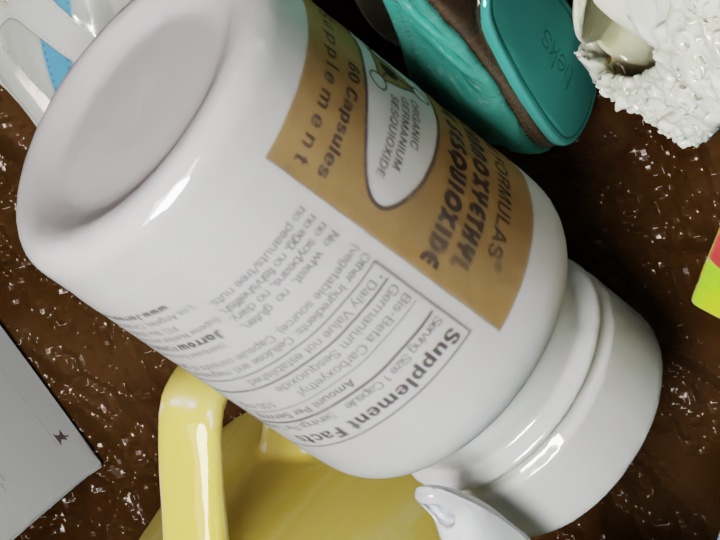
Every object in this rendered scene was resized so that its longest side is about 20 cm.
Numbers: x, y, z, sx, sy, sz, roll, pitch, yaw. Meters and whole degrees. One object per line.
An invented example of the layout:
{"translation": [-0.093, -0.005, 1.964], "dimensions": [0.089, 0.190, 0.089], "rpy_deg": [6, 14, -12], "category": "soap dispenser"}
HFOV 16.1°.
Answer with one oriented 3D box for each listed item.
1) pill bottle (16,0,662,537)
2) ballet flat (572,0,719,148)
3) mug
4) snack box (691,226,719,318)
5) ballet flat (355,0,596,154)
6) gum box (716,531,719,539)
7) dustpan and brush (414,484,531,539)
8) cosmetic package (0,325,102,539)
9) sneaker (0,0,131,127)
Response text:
{"translation": [0.000, 0.000, 0.804], "dimensions": [0.114, 0.115, 0.200], "rpy_deg": [-33, 126, 31], "category": "pill bottle"}
{"translation": [0.093, -0.074, 0.731], "dimensions": [0.071, 0.200, 0.072], "rpy_deg": [0, 83, -1], "category": "ballet flat"}
{"translation": [-0.043, 0.126, 0.890], "dimensions": [0.149, 0.153, 0.187], "rpy_deg": [-31, 94, 32], "category": "mug"}
{"translation": [0.210, 0.001, 0.753], "dimensions": [0.199, 0.053, 0.143], "rpy_deg": [29, 145, 11], "category": "snack box"}
{"translation": [0.016, -0.103, 0.778], "dimensions": [0.070, 0.068, 0.200], "rpy_deg": [11, 152, 26], "category": "ballet flat"}
{"translation": [0.211, 0.105, 0.788], "dimensions": [0.199, 0.045, 0.170], "rpy_deg": [28, 145, 14], "category": "gum box"}
{"translation": [0.081, 0.129, 0.841], "dimensions": [0.139, 0.058, 0.200], "rpy_deg": [-4, 153, 47], "category": "dustpan and brush"}
{"translation": [-0.201, 0.031, 0.928], "dimensions": [0.052, 0.151, 0.200], "rpy_deg": [-35, 92, 33], "category": "cosmetic package"}
{"translation": [-0.101, -0.109, 0.872], "dimensions": [0.080, 0.076, 0.201], "rpy_deg": [-16, 100, 30], "category": "sneaker"}
